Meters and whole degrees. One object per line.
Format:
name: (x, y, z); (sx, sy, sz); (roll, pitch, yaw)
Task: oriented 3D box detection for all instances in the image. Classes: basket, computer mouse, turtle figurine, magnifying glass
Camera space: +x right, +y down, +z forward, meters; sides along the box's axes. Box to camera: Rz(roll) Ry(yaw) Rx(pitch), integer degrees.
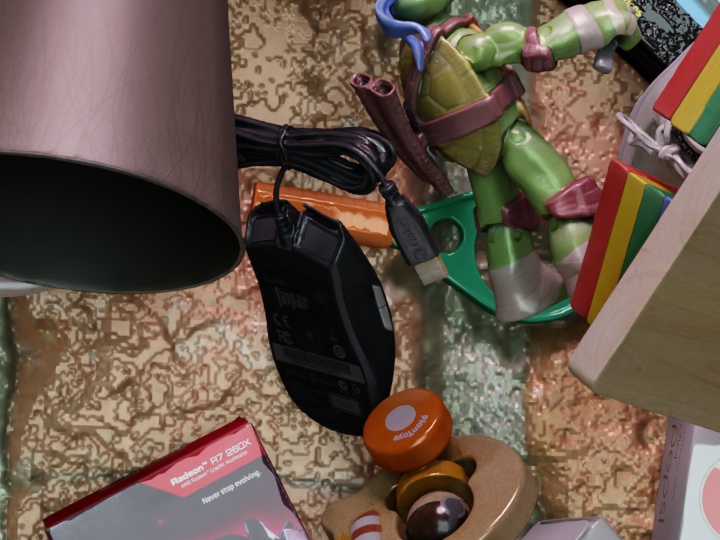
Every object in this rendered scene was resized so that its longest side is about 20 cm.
basket: (-0.134, -0.109, 1.196); (0.179, 0.136, 0.201); (10, 63, -6)
computer mouse: (0.000, 0.000, 1.250); (0.046, 0.140, 0.201); (-42, 125, -37)
turtle figurine: (0.095, -0.084, 1.243); (0.143, 0.200, 0.195); (-18, 98, 23)
magnifying glass: (0.038, -0.020, 1.330); (0.199, 0.022, 0.080); (10, 85, -8)

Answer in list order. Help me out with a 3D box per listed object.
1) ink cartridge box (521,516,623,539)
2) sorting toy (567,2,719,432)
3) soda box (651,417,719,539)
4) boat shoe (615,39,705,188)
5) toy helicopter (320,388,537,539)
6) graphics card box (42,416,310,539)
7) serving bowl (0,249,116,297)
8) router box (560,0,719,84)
ink cartridge box: (0.128, 0.248, 1.265); (0.146, 0.083, 0.200); (-45, 100, -19)
sorting toy: (0.186, -0.028, 1.157); (0.070, 0.200, 0.199); (39, 101, 34)
soda box: (0.206, 0.091, 1.319); (0.068, 0.064, 0.201); (9, 86, -6)
boat shoe: (0.179, -0.075, 1.256); (0.075, 0.202, 0.086); (45, 51, 4)
toy helicopter: (0.009, 0.161, 1.221); (0.200, 0.132, 0.079); (-40, 127, -11)
graphics card box: (-0.070, 0.194, 1.285); (0.125, 0.051, 0.201); (-26, 91, -9)
serving bowl: (-0.197, -0.074, 1.268); (0.199, 0.066, 0.201); (6, 68, -16)
router box: (0.204, -0.167, 1.341); (0.200, 0.051, 0.149); (42, 81, -2)
